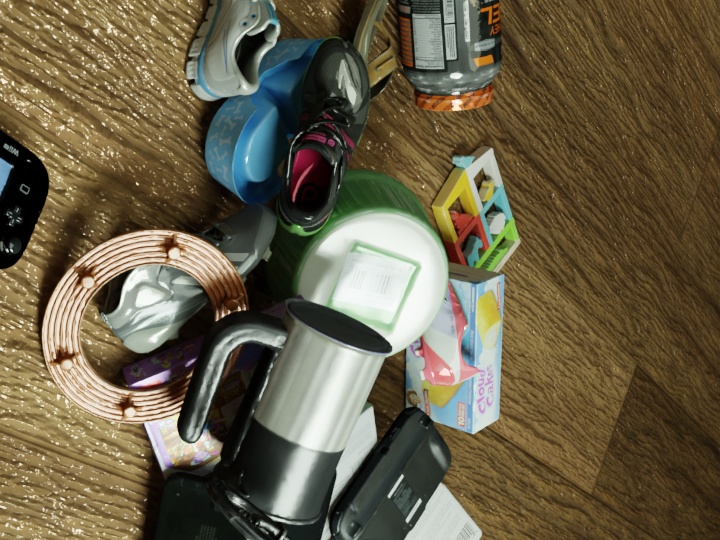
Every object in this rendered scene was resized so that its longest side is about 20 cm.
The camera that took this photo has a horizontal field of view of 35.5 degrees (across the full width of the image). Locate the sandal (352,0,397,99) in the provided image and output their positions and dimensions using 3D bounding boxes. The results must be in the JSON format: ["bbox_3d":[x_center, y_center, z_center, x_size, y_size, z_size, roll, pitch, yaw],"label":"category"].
[{"bbox_3d":[0.011,-0.215,1.252,0.080,0.053,0.202,110,-9,-73],"label":"sandal"}]

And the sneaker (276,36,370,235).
[{"bbox_3d":[-0.033,-0.133,1.119,0.076,0.084,0.203,11,88,-6],"label":"sneaker"}]

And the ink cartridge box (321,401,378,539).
[{"bbox_3d":[-0.046,0.267,1.332,0.145,0.083,0.202,-33,126,-42],"label":"ink cartridge box"}]

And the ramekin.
[{"bbox_3d":[0.000,0.000,1.228,0.198,0.098,0.202,-7,114,-15],"label":"ramekin"}]

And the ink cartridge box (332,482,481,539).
[{"bbox_3d":[0.042,0.334,1.363,0.177,0.045,0.200,53,55,-18],"label":"ink cartridge box"}]

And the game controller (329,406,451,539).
[{"bbox_3d":[0.039,0.260,1.329,0.200,0.042,0.105,-51,127,-33],"label":"game controller"}]

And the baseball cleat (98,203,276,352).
[{"bbox_3d":[-0.167,-0.010,1.094,0.200,0.069,0.107,-48,133,-15],"label":"baseball cleat"}]

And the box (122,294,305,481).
[{"bbox_3d":[-0.128,0.125,1.157,0.198,0.039,0.138,-22,121,-13],"label":"box"}]

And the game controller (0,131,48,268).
[{"bbox_3d":[-0.335,-0.083,0.900,0.200,0.042,0.105,40,69,-49],"label":"game controller"}]

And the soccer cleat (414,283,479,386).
[{"bbox_3d":[0.095,0.043,1.395,0.067,0.075,0.203,83,-2,-84],"label":"soccer cleat"}]

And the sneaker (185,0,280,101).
[{"bbox_3d":[-0.107,-0.264,1.106,0.075,0.086,0.203,6,94,-49],"label":"sneaker"}]

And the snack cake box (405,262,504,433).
[{"bbox_3d":[0.121,0.096,1.464,0.067,0.114,0.203,-19,114,-48],"label":"snack cake box"}]

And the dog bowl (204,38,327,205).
[{"bbox_3d":[-0.090,-0.161,1.169,0.201,0.049,0.112,-56,150,-26],"label":"dog bowl"}]

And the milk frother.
[{"bbox_3d":[-0.060,0.145,1.046,0.179,0.200,0.190,16,103,-36],"label":"milk frother"}]

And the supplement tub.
[{"bbox_3d":[0.105,-0.298,1.327,0.122,0.122,0.202,-28,121,-43],"label":"supplement tub"}]

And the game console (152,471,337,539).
[{"bbox_3d":[-0.132,0.300,1.209,0.117,0.174,0.202,-78,-179,-72],"label":"game console"}]

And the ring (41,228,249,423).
[{"bbox_3d":[-0.198,0.057,1.061,0.198,0.019,0.203,-9,116,-20],"label":"ring"}]

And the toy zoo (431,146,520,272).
[{"bbox_3d":[0.157,-0.075,1.534,0.131,0.020,0.201,-49,134,-30],"label":"toy zoo"}]
